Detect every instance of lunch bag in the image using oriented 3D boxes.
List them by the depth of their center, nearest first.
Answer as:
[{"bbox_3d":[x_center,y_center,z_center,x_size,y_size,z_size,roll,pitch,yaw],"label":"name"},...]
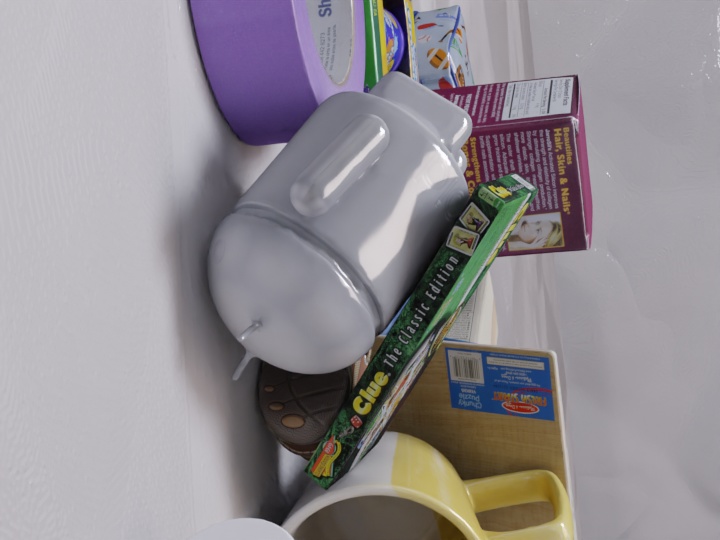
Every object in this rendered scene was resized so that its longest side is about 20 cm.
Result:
[{"bbox_3d":[0.092,-0.177,1.451,0.161,0.074,0.203,-76,156,-60],"label":"lunch bag"}]

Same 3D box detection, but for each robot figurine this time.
[{"bbox_3d":[-0.013,-0.023,0.779,0.201,0.112,0.170,-52,160,-22],"label":"robot figurine"}]

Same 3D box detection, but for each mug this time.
[{"bbox_3d":[0.033,0.186,0.880,0.153,0.184,0.152,-77,-176,-75],"label":"mug"}]

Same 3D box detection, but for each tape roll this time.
[{"bbox_3d":[-0.050,-0.185,0.865,0.200,0.065,0.204,-5,90,-78],"label":"tape roll"}]

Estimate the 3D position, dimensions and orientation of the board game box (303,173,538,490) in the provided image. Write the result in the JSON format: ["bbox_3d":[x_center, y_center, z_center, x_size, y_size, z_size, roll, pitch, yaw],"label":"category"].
[{"bbox_3d":[0.038,0.034,0.801,0.202,0.023,0.105,-59,167,15],"label":"board game box"}]

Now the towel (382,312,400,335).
[{"bbox_3d":[0.000,0.000,1.050,0.200,0.048,0.114,37,52,-74],"label":"towel"}]

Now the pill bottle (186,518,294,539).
[{"bbox_3d":[-0.042,0.222,0.678,0.105,0.102,0.202,-77,158,-52],"label":"pill bottle"}]

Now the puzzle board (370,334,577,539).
[{"bbox_3d":[0.059,0.120,0.952,0.017,0.197,0.153,-29,116,-51],"label":"puzzle board"}]

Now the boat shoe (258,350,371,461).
[{"bbox_3d":[-0.024,0.035,0.902,0.072,0.074,0.202,73,27,-54],"label":"boat shoe"}]

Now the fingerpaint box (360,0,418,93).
[{"bbox_3d":[-0.003,-0.181,1.042,0.167,0.072,0.204,-10,96,-77],"label":"fingerpaint box"}]

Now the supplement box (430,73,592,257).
[{"bbox_3d":[0.104,-0.090,1.199,0.104,0.197,0.133,-72,155,-58],"label":"supplement box"}]

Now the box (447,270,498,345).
[{"bbox_3d":[0.074,0.087,1.243,0.201,0.093,0.079,-72,154,-55],"label":"box"}]

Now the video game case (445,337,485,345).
[{"bbox_3d":[0.055,0.154,1.050,0.143,0.018,0.204,-176,-85,-71],"label":"video game case"}]
